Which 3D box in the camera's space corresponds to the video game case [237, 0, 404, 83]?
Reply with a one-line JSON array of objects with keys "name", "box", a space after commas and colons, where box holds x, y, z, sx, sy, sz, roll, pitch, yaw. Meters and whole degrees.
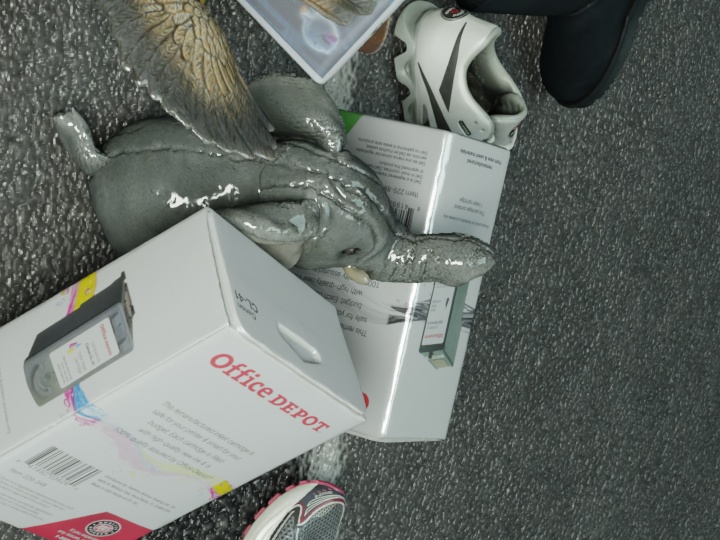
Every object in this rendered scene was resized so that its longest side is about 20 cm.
[{"name": "video game case", "box": [-0.039, -0.223, 0.926, 0.200, 0.182, 0.023, 45, 42, -3]}]

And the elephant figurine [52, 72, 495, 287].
[{"name": "elephant figurine", "box": [-0.048, -0.043, 1.014, 0.155, 0.199, 0.143, -13, 94, -57]}]

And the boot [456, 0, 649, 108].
[{"name": "boot", "box": [0.137, -0.208, 1.329, 0.167, 0.077, 0.201, -3, 140, -29]}]

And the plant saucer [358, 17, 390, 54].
[{"name": "plant saucer", "box": [-0.035, -0.221, 1.025, 0.036, 0.201, 0.202, -18, 121, -12]}]

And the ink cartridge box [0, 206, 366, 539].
[{"name": "ink cartridge box", "box": [-0.119, 0.070, 0.972, 0.147, 0.199, 0.086, 39, 27, -51]}]

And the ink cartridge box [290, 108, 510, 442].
[{"name": "ink cartridge box", "box": [0.000, 0.000, 1.155, 0.084, 0.145, 0.202, 9, 95, -55]}]

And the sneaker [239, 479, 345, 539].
[{"name": "sneaker", "box": [-0.054, 0.245, 1.225, 0.081, 0.074, 0.201, 39, 69, -52]}]

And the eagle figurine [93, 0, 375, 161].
[{"name": "eagle figurine", "box": [-0.097, -0.166, 0.905, 0.150, 0.199, 0.153, -16, 128, -55]}]

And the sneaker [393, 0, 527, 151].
[{"name": "sneaker", "box": [0.082, -0.097, 1.285, 0.074, 0.088, 0.201, -45, 135, -37]}]
